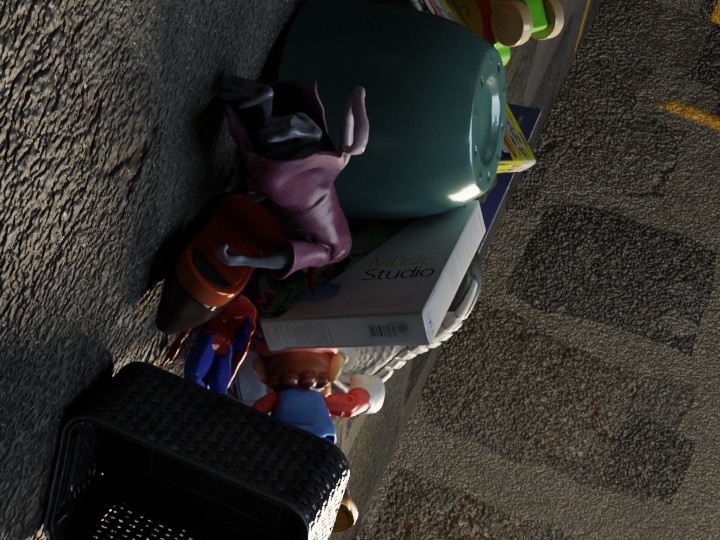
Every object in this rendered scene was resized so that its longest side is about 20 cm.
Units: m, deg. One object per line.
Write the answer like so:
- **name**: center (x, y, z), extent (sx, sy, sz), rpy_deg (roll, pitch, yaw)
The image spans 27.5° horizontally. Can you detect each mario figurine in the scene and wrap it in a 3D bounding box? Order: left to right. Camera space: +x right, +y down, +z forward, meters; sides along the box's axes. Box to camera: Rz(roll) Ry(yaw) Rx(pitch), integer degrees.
- **mario figurine**: center (-0.048, 0.135, 1.256), extent (0.106, 0.123, 0.200), rpy_deg (-37, -140, 33)

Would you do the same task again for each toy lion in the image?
- **toy lion**: center (0.112, -0.295, 1.555), extent (0.069, 0.192, 0.200), rpy_deg (-20, 98, -39)

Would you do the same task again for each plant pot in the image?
- **plant pot**: center (0.036, -0.135, 1.277), extent (0.201, 0.161, 0.201), rpy_deg (6, 90, -73)

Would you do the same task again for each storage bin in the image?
- **storage bin**: center (-0.124, 0.174, 1.117), extent (0.094, 0.200, 0.135), rpy_deg (-50, 159, -59)

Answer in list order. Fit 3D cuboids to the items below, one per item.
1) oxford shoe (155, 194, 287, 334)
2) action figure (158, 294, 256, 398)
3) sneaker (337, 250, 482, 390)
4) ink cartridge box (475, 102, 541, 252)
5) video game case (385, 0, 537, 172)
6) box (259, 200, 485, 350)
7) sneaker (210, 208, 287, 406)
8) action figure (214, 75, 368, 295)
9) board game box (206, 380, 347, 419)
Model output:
- **oxford shoe**: center (-0.116, -0.007, 1.219), extent (0.073, 0.071, 0.200), rpy_deg (-47, 179, 26)
- **action figure**: center (-0.128, 0.074, 1.259), extent (0.052, 0.065, 0.200), rpy_deg (-38, -150, 40)
- **sneaker**: center (0.015, 0.040, 1.357), extent (0.115, 0.075, 0.200), rpy_deg (17, 128, -40)
- **ink cartridge box**: center (0.081, -0.117, 1.661), extent (0.047, 0.200, 0.198), rpy_deg (34, 76, -42)
- **video game case**: center (0.099, -0.187, 1.442), extent (0.025, 0.200, 0.181), rpy_deg (-29, 175, 20)
- **box**: center (0.015, 0.001, 1.261), extent (0.200, 0.144, 0.036), rpy_deg (-58, 140, -57)
- **sneaker**: center (-0.088, 0.030, 1.338), extent (0.096, 0.079, 0.200), rpy_deg (158, -54, -81)
- **action figure**: center (-0.041, -0.065, 1.159), extent (0.134, 0.149, 0.200), rpy_deg (-88, 163, -45)
- **board game box**: center (-0.087, 0.148, 1.424), extent (0.200, 0.039, 0.158), rpy_deg (-54, 134, 0)
